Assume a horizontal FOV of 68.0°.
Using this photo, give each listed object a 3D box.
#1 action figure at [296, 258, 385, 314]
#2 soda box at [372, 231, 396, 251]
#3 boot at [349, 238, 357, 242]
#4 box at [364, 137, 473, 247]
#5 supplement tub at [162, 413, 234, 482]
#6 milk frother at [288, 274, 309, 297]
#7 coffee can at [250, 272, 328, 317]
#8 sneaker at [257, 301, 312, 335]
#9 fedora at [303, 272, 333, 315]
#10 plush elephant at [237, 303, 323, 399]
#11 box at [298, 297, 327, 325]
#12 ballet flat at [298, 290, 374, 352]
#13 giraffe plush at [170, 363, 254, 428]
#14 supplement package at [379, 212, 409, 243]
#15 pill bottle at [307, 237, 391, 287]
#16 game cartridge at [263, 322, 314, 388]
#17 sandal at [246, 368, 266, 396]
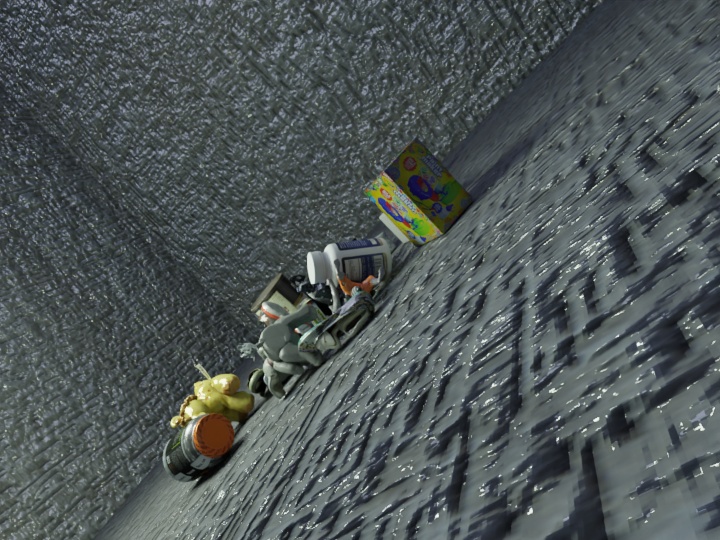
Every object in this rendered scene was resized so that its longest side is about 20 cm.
[{"bbox_3d":[-0.045,0.058,1.244,0.195,0.196,0.106,107,157,-51],"label":"action figure"},{"bbox_3d":[0.056,-0.071,1.817,0.063,0.068,0.200,-45,5,-12],"label":"soda box"},{"bbox_3d":[-0.051,-0.003,1.744,0.200,0.144,0.072,-48,8,-15],"label":"boot"},{"bbox_3d":[0.136,-0.183,1.302,0.122,0.200,0.193,-46,4,-14],"label":"box"},{"bbox_3d":[-0.387,0.424,1.284,0.200,0.123,0.123,-41,7,41],"label":"supplement tub"},{"bbox_3d":[-0.163,0.125,1.819,0.181,0.197,0.190,-70,0,-60],"label":"milk frother"},{"bbox_3d":[-0.216,0.129,1.645,0.146,0.200,0.147,-45,13,13],"label":"coffee can"},{"bbox_3d":[-0.190,0.165,1.412,0.083,0.199,0.077,-60,-19,11],"label":"sneaker"},{"bbox_3d":[-0.078,0.068,1.573,0.201,0.198,0.093,-53,-24,-54],"label":"fedora"},{"bbox_3d":[-0.179,0.205,1.268,0.197,0.166,0.156,-15,-40,-9],"label":"plush elephant"},{"bbox_3d":[-0.120,0.128,1.460,0.035,0.111,0.200,-39,4,-8],"label":"box"},{"bbox_3d":[-0.048,0.126,1.143,0.199,0.072,0.072,-39,6,5],"label":"ballet flat"},{"bbox_3d":[-0.408,0.371,1.428,0.173,0.199,0.163,-51,3,36],"label":"giraffe plush"},{"bbox_3d":[0.151,-0.172,1.554,0.117,0.117,0.200,-46,6,-12],"label":"supplement package"},{"bbox_3d":[-0.030,-0.016,1.340,0.197,0.113,0.111,-7,-6,-16],"label":"pill bottle"},{"bbox_3d":[-0.196,0.237,1.476,0.201,0.040,0.134,-53,-10,-20],"label":"game cartridge"},{"bbox_3d":[-0.292,0.307,1.504,0.201,0.056,0.081,94,-169,-73],"label":"sandal"}]
